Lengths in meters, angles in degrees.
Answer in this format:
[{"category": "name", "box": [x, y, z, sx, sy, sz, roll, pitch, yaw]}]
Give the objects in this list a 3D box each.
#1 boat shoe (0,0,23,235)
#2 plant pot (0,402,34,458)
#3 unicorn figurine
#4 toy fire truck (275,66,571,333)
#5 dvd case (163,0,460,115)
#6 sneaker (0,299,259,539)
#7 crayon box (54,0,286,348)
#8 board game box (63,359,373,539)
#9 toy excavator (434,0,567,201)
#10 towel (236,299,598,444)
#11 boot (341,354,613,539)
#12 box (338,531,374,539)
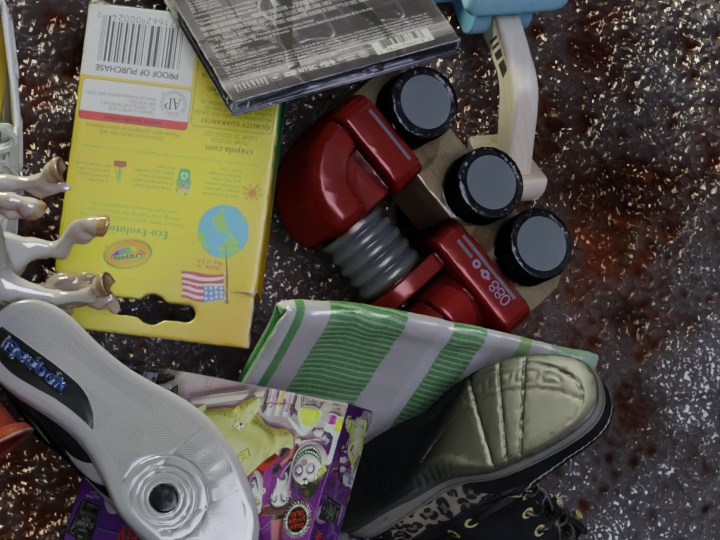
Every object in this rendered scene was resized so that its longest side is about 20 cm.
[{"category": "boat shoe", "box": [-0.230, -0.074, 1.302, 0.074, 0.086, 0.203, 6, 84, -16]}, {"category": "plant pot", "box": [-0.318, 0.060, 1.221, 0.200, 0.201, 0.196, -31, 87, -17]}, {"category": "unicorn figurine", "box": [-0.222, -0.032, 1.235, 0.074, 0.137, 0.200, -70, 148, -48]}, {"category": "toy fire truck", "box": [0.000, 0.000, 1.364, 0.200, 0.129, 0.176, -43, 99, -26]}, {"category": "dvd case", "box": [-0.048, -0.181, 1.340, 0.148, 0.016, 0.200, -17, 52, -18]}, {"category": "sneaker", "box": [-0.132, 0.101, 1.269, 0.073, 0.112, 0.200, -43, 80, -12]}, {"category": "crayon box", "box": [-0.115, -0.056, 1.338, 0.127, 0.051, 0.201, 7, 83, 2]}, {"category": "board game box", "box": [-0.087, 0.123, 1.282, 0.032, 0.200, 0.120, 20, 81, -46]}, {"category": "toy excavator", "box": [0.090, -0.169, 1.394, 0.100, 0.195, 0.200, -4, 59, -18]}, {"category": "towel", "box": [0.023, 0.081, 1.336, 0.199, 0.153, 0.023, 13, 46, -17]}, {"category": "boot", "box": [0.102, 0.131, 1.331, 0.154, 0.203, 0.074, 32, 42, -36]}, {"category": "box", "box": [-0.058, 0.244, 1.355, 0.160, 0.044, 0.200, 35, 77, -12]}]
